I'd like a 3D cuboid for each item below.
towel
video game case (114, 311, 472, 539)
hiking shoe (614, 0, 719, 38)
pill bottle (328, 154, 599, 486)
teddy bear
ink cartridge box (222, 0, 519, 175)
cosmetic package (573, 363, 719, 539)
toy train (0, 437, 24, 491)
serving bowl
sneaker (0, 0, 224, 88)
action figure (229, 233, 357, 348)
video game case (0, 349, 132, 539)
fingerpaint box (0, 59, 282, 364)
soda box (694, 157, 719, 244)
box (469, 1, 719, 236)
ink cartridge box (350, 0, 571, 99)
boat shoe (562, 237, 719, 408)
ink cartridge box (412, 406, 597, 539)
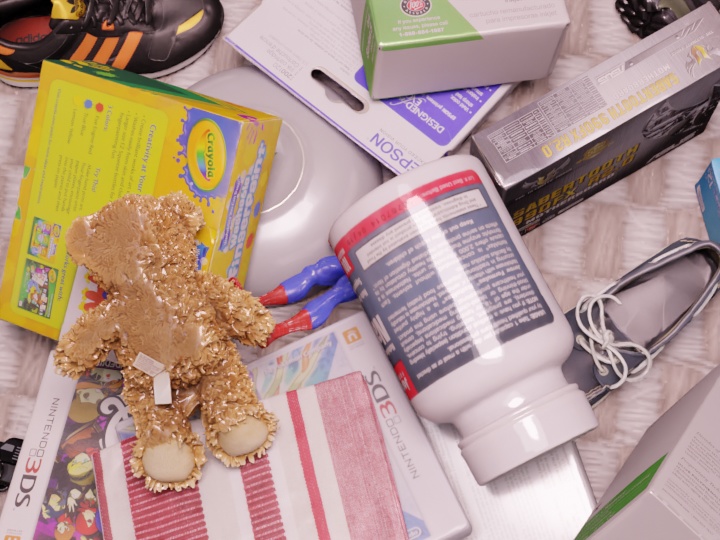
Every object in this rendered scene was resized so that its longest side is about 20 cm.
[{"bbox_3d":[-0.075,0.160,0.897,0.200,0.023,0.144,-16,63,2],"label":"towel"},{"bbox_3d":[-0.051,0.143,0.926,0.200,0.022,0.182,-25,61,-4],"label":"video game case"},{"bbox_3d":[0.230,-0.280,1.086,0.101,0.076,0.200,-28,85,-13],"label":"hiking shoe"},{"bbox_3d":[0.072,0.035,0.896,0.119,0.120,0.200,-26,78,-4],"label":"pill bottle"},{"bbox_3d":[-0.129,0.048,0.904,0.145,0.067,0.200,-38,83,3],"label":"teddy bear"},{"bbox_3d":[0.027,-0.185,1.066,0.198,0.043,0.200,39,71,11],"label":"ink cartridge box"},{"bbox_3d":[0.222,0.152,0.893,0.085,0.200,0.108,43,125,6],"label":"cosmetic package"},{"bbox_3d":[-0.190,0.164,1.007,0.200,0.034,0.046,14,64,7],"label":"toy train"},{"bbox_3d":[-0.083,-0.075,1.045,0.200,0.066,0.200,-1,75,3],"label":"serving bowl"},{"bbox_3d":[-0.211,-0.196,1.069,0.200,0.090,0.070,-9,75,1],"label":"sneaker"},{"bbox_3d":[0.000,0.000,0.999,0.200,0.052,0.065,-18,39,-34],"label":"action figure"},{"bbox_3d":[-0.151,0.153,0.973,0.200,0.036,0.181,7,56,3],"label":"video game case"},{"bbox_3d":[-0.164,-0.038,0.985,0.167,0.073,0.200,18,104,17],"label":"fingerpaint box"},{"bbox_3d":[0.314,0.012,1.003,0.068,0.064,0.200,-11,76,-1],"label":"soda box"},{"bbox_3d":[0.175,-0.101,0.991,0.200,0.158,0.048,-30,76,-5],"label":"box"},{"bbox_3d":[0.063,-0.244,1.023,0.145,0.084,0.200,-9,69,-6],"label":"ink cartridge box"},{"bbox_3d":[0.193,0.047,1.000,0.200,0.062,0.075,-34,82,-4],"label":"boat shoe"},{"bbox_3d":[0.060,0.158,0.957,0.200,0.047,0.160,-20,75,6],"label":"ink cartridge box"}]
